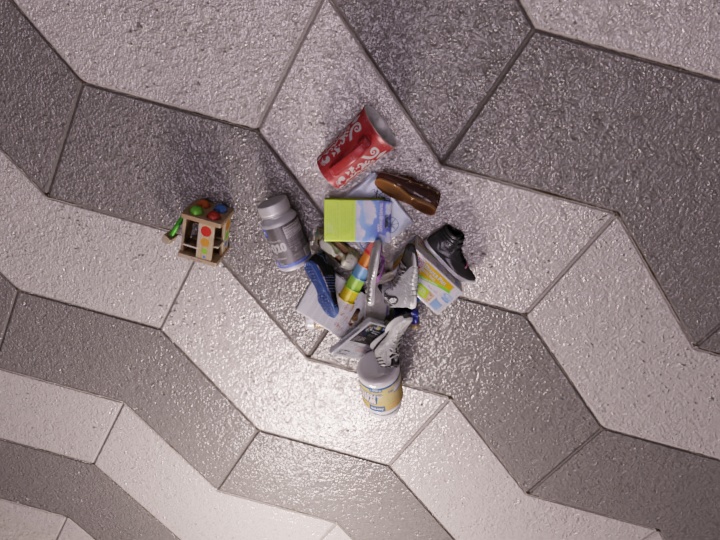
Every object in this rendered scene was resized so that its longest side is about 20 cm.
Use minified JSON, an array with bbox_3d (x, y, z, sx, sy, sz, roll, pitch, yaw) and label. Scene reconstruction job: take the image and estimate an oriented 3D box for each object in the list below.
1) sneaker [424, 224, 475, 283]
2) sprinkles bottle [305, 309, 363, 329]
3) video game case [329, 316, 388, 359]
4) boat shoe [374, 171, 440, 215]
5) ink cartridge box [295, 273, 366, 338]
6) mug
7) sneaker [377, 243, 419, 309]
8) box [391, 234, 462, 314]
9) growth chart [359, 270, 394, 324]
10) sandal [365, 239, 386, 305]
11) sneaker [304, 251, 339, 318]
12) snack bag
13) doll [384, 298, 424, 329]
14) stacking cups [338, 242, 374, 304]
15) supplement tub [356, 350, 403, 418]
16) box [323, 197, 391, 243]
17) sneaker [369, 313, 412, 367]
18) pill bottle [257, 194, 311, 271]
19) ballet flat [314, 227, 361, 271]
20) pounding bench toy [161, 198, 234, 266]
[{"bbox_3d":[0.289,-0.050,1.563,0.199,0.071,0.099,41,119,-8],"label":"sneaker"},{"bbox_3d":[-0.077,0.157,1.716,0.193,0.069,0.070,1,117,6],"label":"sprinkles bottle"},{"bbox_3d":[0.023,0.221,1.693,0.181,0.024,0.198,-40,146,22],"label":"video game case"},{"bbox_3d":[0.135,-0.230,1.503,0.196,0.072,0.070,26,161,-10],"label":"boat shoe"},{"bbox_3d":[-0.084,0.101,1.672,0.197,0.050,0.165,32,91,-13],"label":"ink cartridge box"},{"bbox_3d":[-0.026,-0.326,1.421,0.198,0.176,0.136,-36,78,26],"label":"mug"},{"bbox_3d":[0.104,0.024,1.497,0.112,0.076,0.206,-4,117,-4],"label":"sneaker"},{"bbox_3d":[0.199,0.012,1.588,0.199,0.102,0.112,40,115,-13],"label":"box"},{"bbox_3d":[0.059,0.097,1.654,0.141,0.018,0.206,-10,121,-35],"label":"growth chart"},{"bbox_3d":[0.049,0.004,1.540,0.048,0.083,0.208,3,119,-11],"label":"sandal"},{"bbox_3d":[-0.099,0.042,1.606,0.069,0.078,0.204,5,124,45],"label":"sneaker"},{"bbox_3d":[0.029,-0.162,1.571,0.187,0.022,0.201,-35,107,21],"label":"snack bag"},{"bbox_3d":[0.139,0.102,1.636,0.132,0.049,0.203,-5,135,17],"label":"doll"},{"bbox_3d":[0.000,0.000,1.601,0.059,0.061,0.204,25,102,-6],"label":"stacking cups"},{"bbox_3d":[0.068,0.376,1.747,0.140,0.147,0.204,-3,131,9],"label":"supplement tub"},{"bbox_3d":[-0.008,-0.146,1.531,0.193,0.048,0.126,1,105,2],"label":"box"},{"bbox_3d":[0.113,0.227,1.631,0.074,0.117,0.202,4,138,-39],"label":"sneaker"},{"bbox_3d":[-0.227,-0.112,1.577,0.110,0.115,0.205,-14,114,14],"label":"pill bottle"},{"bbox_3d":[-0.061,-0.050,1.613,0.199,0.071,0.071,41,114,-13],"label":"ballet flat"},{"bbox_3d":[-0.497,-0.133,1.596,0.194,0.125,0.160,15,117,0],"label":"pounding bench toy"}]
